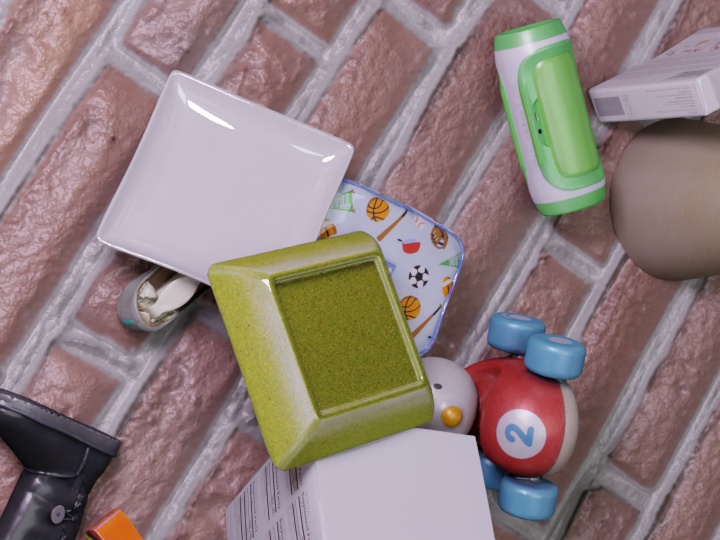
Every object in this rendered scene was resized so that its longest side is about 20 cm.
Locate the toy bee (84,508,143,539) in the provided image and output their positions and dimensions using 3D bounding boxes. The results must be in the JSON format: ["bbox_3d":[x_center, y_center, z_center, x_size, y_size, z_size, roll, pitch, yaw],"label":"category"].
[{"bbox_3d":[-0.206,0.333,1.605,0.131,0.109,0.201,-13,70,-31],"label":"toy bee"}]

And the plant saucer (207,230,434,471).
[{"bbox_3d":[-0.023,0.064,1.543,0.200,0.048,0.200,-14,80,-39],"label":"plant saucer"}]

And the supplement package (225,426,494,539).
[{"bbox_3d":[-0.003,0.259,1.614,0.191,0.200,0.147,11,51,-26],"label":"supplement package"}]

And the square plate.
[{"bbox_3d":[-0.130,-0.073,1.609,0.198,0.028,0.201,23,67,-4],"label":"square plate"}]

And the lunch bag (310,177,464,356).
[{"bbox_3d":[0.000,0.000,1.698,0.200,0.076,0.161,25,84,-25],"label":"lunch bag"}]

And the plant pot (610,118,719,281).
[{"bbox_3d":[0.407,-0.079,1.817,0.187,0.200,0.188,-1,92,-25],"label":"plant pot"}]

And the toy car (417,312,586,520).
[{"bbox_3d":[0.105,0.143,1.700,0.199,0.177,0.185,5,101,-22],"label":"toy car"}]

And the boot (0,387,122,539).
[{"bbox_3d":[-0.326,0.224,1.543,0.165,0.066,0.201,31,81,-39],"label":"boot"}]

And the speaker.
[{"bbox_3d":[0.204,-0.164,1.780,0.088,0.088,0.201,-20,101,-23],"label":"speaker"}]

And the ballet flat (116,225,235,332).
[{"bbox_3d":[-0.152,-0.008,1.629,0.200,0.064,0.067,-42,108,-18],"label":"ballet flat"}]

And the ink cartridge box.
[{"bbox_3d":[0.373,-0.217,1.794,0.176,0.200,0.045,-28,104,-22],"label":"ink cartridge box"}]
